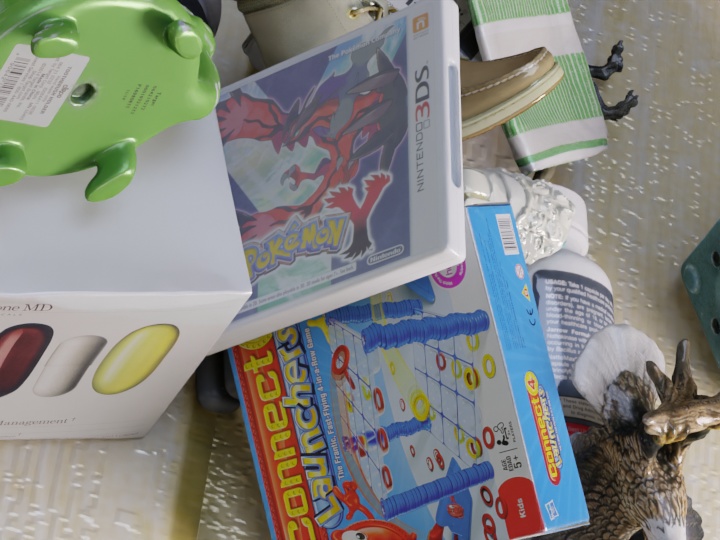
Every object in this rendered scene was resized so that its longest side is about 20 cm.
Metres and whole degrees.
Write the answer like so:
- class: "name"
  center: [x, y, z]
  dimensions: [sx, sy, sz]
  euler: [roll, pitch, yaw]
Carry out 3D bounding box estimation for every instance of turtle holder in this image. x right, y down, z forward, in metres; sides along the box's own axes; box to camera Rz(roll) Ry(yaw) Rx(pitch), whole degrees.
- class: "turtle holder"
  center: [-0.155, -0.132, 1.360]
  dimensions: [0.185, 0.141, 0.132]
  euler: [-18, 53, -23]

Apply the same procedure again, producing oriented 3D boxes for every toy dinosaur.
- class: "toy dinosaur"
  center: [0.155, -0.140, 1.821]
  dimensions: [0.088, 0.047, 0.200]
  euler: [1, 61, -9]

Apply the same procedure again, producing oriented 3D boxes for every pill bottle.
- class: "pill bottle"
  center: [0.110, 0.050, 1.629]
  dimensions: [0.119, 0.120, 0.200]
  euler: [9, 65, -21]

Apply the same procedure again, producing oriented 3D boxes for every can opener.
- class: "can opener"
  center: [-0.097, -0.007, 1.604]
  dimensions: [0.066, 0.053, 0.200]
  euler: [12, 63, -45]

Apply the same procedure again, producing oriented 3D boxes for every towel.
- class: "towel"
  center: [0.116, -0.170, 1.703]
  dimensions: [0.152, 0.023, 0.200]
  euler: [-19, 96, -62]

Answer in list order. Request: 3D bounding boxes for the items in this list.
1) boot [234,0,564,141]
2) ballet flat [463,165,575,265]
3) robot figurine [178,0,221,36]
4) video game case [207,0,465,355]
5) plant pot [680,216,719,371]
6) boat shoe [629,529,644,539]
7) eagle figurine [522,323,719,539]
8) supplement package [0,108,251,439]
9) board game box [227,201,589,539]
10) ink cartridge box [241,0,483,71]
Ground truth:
- class: "boot"
  center: [0.018, -0.153, 1.572]
  dimensions: [0.072, 0.200, 0.155]
  euler: [-43, 116, -61]
- class: "ballet flat"
  center: [0.042, -0.037, 1.570]
  dimensions: [0.200, 0.072, 0.072]
  euler: [-3, 62, -5]
- class: "robot figurine"
  center: [-0.171, -0.142, 1.618]
  dimensions: [0.125, 0.150, 0.200]
  euler: [19, 54, 10]
- class: "video game case"
  center: [-0.024, -0.058, 1.506]
  dimensions: [0.023, 0.200, 0.183]
  euler: [32, 47, -44]
- class: "plant pot"
  center: [0.347, 0.005, 1.744]
  dimensions: [0.200, 0.196, 0.196]
  euler: [-10, 67, -21]
- class: "boat shoe"
  center: [0.153, 0.211, 1.597]
  dimensions: [0.200, 0.071, 0.091]
  euler: [-27, 78, -34]
- class: "eagle figurine"
  center: [0.171, 0.150, 1.517]
  dimensions: [0.152, 0.200, 0.151]
  euler: [26, 39, 6]
- class: "supplement package"
  center: [-0.195, -0.003, 1.474]
  dimensions: [0.191, 0.200, 0.147]
  euler: [0, 62, -25]
- class: "board game box"
  center: [0.022, 0.080, 1.503]
  dimensions: [0.056, 0.196, 0.200]
  euler: [-4, 78, -56]
- class: "ink cartridge box"
  center: [0.027, -0.168, 1.714]
  dimensions: [0.144, 0.084, 0.200]
  euler: [39, 34, 0]
